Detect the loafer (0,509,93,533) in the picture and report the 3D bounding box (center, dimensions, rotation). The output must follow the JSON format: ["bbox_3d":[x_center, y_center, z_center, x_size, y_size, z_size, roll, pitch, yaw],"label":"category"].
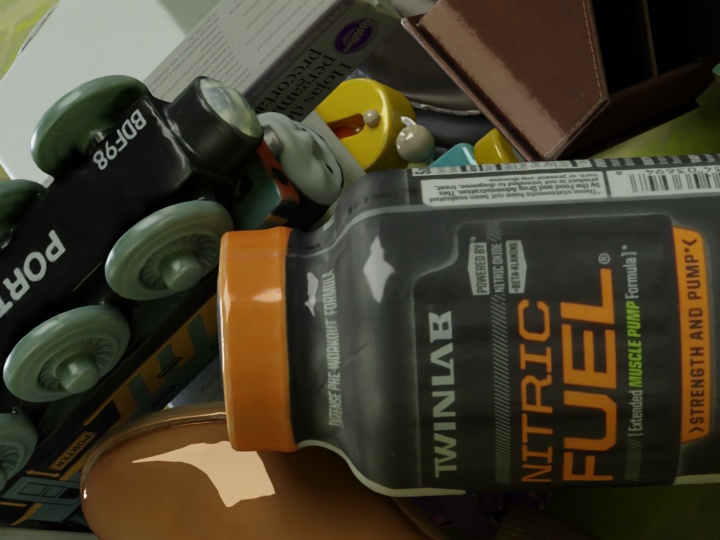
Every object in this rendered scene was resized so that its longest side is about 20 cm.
[{"bbox_3d":[-0.142,0.095,1.065,0.200,0.072,0.063,11,73,54],"label":"loafer"}]

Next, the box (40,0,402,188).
[{"bbox_3d":[-0.070,-0.042,0.966,0.200,0.039,0.041,-44,57,19],"label":"box"}]

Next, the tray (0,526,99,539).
[{"bbox_3d":[-0.116,0.132,0.859,0.107,0.022,0.200,4,17,-6],"label":"tray"}]

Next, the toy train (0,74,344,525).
[{"bbox_3d":[-0.093,0.012,0.921,0.200,0.114,0.085,-45,62,19],"label":"toy train"}]

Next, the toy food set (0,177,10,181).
[{"bbox_3d":[-0.172,-0.003,1.194,0.200,0.060,0.144,5,54,43],"label":"toy food set"}]

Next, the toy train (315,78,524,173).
[{"bbox_3d":[0.000,0.000,1.053,0.200,0.056,0.151,19,90,39],"label":"toy train"}]

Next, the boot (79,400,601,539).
[{"bbox_3d":[-0.023,0.119,0.840,0.200,0.074,0.155,11,34,17],"label":"boot"}]

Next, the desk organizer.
[{"bbox_3d":[0.097,-0.097,0.945,0.077,0.072,0.200,-45,-8,23],"label":"desk organizer"}]

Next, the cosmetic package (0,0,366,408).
[{"bbox_3d":[-0.059,-0.026,1.025,0.102,0.074,0.200,-49,53,17],"label":"cosmetic package"}]

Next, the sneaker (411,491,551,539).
[{"bbox_3d":[0.020,0.067,0.939,0.200,0.080,0.089,-44,71,13],"label":"sneaker"}]

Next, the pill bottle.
[{"bbox_3d":[0.055,0.018,0.841,0.199,0.106,0.106,-3,41,0],"label":"pill bottle"}]

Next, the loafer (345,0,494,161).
[{"bbox_3d":[0.025,-0.091,1.109,0.200,0.071,0.073,4,53,44],"label":"loafer"}]

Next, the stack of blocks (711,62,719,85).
[{"bbox_3d":[0.207,-0.038,0.901,0.115,0.059,0.200,-42,35,-6],"label":"stack of blocks"}]
